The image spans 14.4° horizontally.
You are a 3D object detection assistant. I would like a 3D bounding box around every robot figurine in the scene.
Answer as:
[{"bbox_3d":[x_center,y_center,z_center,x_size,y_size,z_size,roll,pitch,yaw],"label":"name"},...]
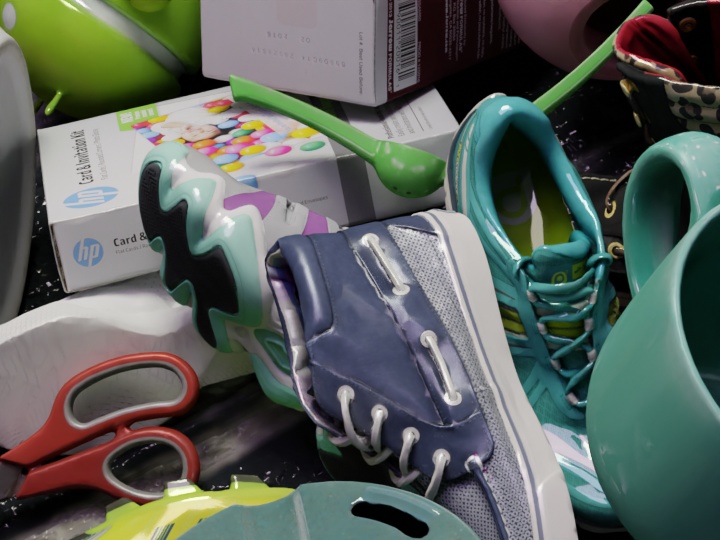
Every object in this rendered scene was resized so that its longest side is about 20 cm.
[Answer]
[{"bbox_3d":[-0.117,-0.165,1.516,0.200,0.116,0.175,-57,10,-5],"label":"robot figurine"}]

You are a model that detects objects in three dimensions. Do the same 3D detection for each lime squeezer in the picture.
[{"bbox_3d":[0.044,-0.072,1.318,0.199,0.038,0.071,-11,68,-2],"label":"lime squeezer"}]

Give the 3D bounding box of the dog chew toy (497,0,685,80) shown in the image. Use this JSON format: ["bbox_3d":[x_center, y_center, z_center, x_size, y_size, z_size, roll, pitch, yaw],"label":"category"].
[{"bbox_3d":[0.117,-0.191,1.404,0.124,0.125,0.200,-13,51,5],"label":"dog chew toy"}]

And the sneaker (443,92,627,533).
[{"bbox_3d":[0.083,0.019,1.240,0.077,0.080,0.201,-18,80,-9],"label":"sneaker"}]

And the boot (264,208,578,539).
[{"bbox_3d":[0.024,0.071,1.209,0.090,0.073,0.201,-8,64,-21],"label":"boot"}]

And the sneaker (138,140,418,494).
[{"bbox_3d":[0.000,0.000,1.309,0.140,0.078,0.200,-36,84,-31],"label":"sneaker"}]

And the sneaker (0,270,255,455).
[{"bbox_3d":[-0.104,0.026,1.371,0.199,0.075,0.089,-17,28,-10],"label":"sneaker"}]

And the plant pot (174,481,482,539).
[{"bbox_3d":[0.001,0.195,1.036,0.199,0.197,0.201,-9,41,8],"label":"plant pot"}]

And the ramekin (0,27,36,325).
[{"bbox_3d":[-0.219,-0.037,1.381,0.094,0.203,0.203,4,43,6],"label":"ramekin"}]

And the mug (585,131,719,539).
[{"bbox_3d":[0.171,0.049,1.176,0.152,0.115,0.185,18,50,-13],"label":"mug"}]

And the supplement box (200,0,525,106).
[{"bbox_3d":[0.020,-0.141,1.448,0.109,0.061,0.200,12,22,32],"label":"supplement box"}]

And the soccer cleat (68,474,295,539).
[{"bbox_3d":[-0.112,0.148,1.246,0.199,0.065,0.084,-17,70,-6],"label":"soccer cleat"}]

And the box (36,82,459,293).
[{"bbox_3d":[-0.056,-0.053,1.403,0.199,0.041,0.156,-14,21,-3],"label":"box"}]

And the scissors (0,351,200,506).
[{"bbox_3d":[-0.167,0.092,1.323,0.199,0.014,0.073,-14,85,7],"label":"scissors"}]

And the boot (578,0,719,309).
[{"bbox_3d":[0.140,-0.051,1.296,0.200,0.151,0.073,16,50,34],"label":"boot"}]
